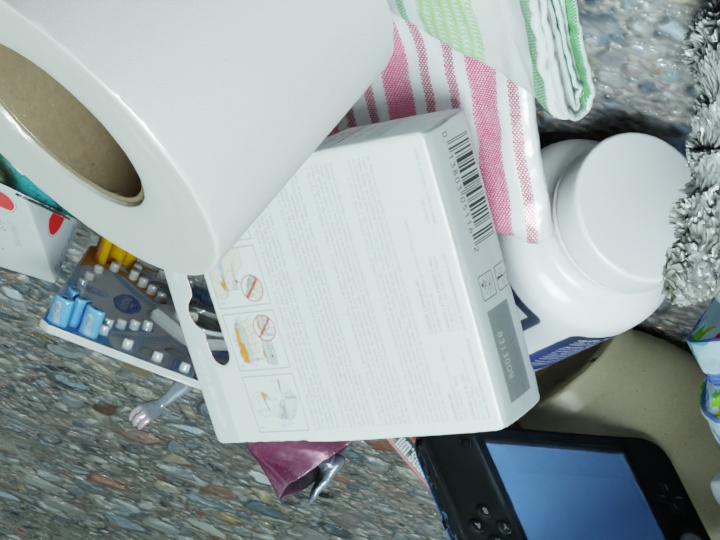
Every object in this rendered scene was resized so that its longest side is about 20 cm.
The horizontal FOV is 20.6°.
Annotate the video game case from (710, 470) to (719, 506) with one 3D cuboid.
[{"bbox_3d":[0.314,0.070,1.075,0.199,0.182,0.023,-10,114,51],"label":"video game case"}]

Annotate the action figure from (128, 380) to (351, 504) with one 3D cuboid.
[{"bbox_3d":[-0.079,0.075,1.502,0.200,0.134,0.149,43,124,4],"label":"action figure"}]

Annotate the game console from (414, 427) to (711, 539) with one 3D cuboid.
[{"bbox_3d":[0.157,0.131,1.089,0.199,0.172,0.119,8,135,-38],"label":"game console"}]

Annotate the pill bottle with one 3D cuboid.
[{"bbox_3d":[0.112,-0.009,1.126,0.110,0.112,0.200,25,158,-15],"label":"pill bottle"}]

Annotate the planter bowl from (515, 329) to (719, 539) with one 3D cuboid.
[{"bbox_3d":[0.158,0.114,1.315,0.135,0.200,0.200,55,148,-13],"label":"planter bowl"}]

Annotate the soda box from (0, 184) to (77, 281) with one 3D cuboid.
[{"bbox_3d":[-0.238,-0.065,1.332,0.067,0.064,0.200,16,158,6],"label":"soda box"}]

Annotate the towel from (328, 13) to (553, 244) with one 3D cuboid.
[{"bbox_3d":[0.004,-0.083,1.050,0.198,0.030,0.148,5,122,33],"label":"towel"}]

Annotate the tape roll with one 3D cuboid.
[{"bbox_3d":[-0.102,-0.116,0.936,0.202,0.139,0.203,35,161,14],"label":"tape roll"}]

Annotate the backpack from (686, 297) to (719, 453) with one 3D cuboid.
[{"bbox_3d":[0.248,0.041,1.014,0.162,0.201,0.154,-1,135,38],"label":"backpack"}]

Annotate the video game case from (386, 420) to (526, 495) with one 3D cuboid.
[{"bbox_3d":[0.078,0.120,1.183,0.200,0.017,0.143,49,-158,18],"label":"video game case"}]

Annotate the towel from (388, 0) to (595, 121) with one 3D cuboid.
[{"bbox_3d":[0.014,-0.148,0.907,0.199,0.031,0.149,31,164,24],"label":"towel"}]

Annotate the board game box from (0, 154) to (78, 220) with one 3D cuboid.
[{"bbox_3d":[-0.191,-0.119,1.132,0.134,0.028,0.201,25,141,4],"label":"board game box"}]

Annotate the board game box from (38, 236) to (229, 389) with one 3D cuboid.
[{"bbox_3d":[-0.110,0.035,1.388,0.198,0.026,0.200,20,-165,-3],"label":"board game box"}]

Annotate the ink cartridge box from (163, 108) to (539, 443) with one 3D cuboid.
[{"bbox_3d":[-0.014,0.009,1.062,0.199,0.047,0.162,-7,106,38],"label":"ink cartridge box"}]

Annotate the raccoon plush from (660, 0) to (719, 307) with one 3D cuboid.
[{"bbox_3d":[0.170,-0.066,0.906,0.096,0.135,0.200,6,155,33],"label":"raccoon plush"}]
